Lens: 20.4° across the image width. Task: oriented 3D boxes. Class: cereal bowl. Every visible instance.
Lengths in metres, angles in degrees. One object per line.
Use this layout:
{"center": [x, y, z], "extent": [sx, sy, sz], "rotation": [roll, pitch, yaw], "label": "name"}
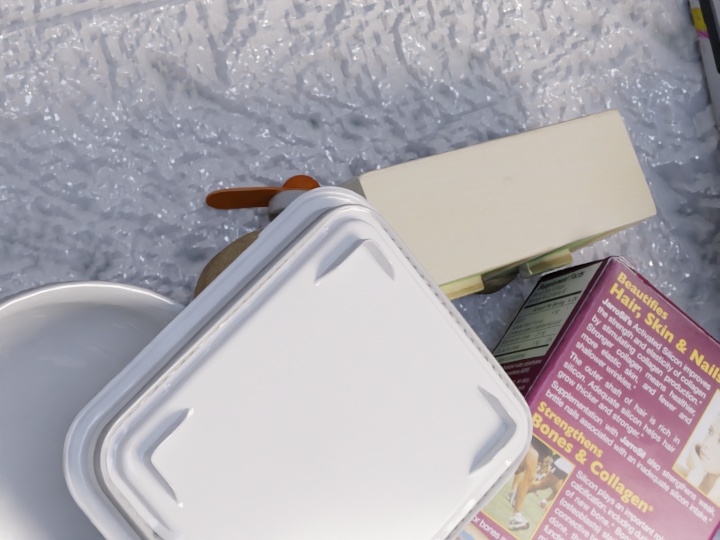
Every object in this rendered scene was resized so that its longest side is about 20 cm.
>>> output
{"center": [-0.133, 0.106, 0.908], "extent": [0.199, 0.083, 0.202], "rotation": [1, 87, -29], "label": "cereal bowl"}

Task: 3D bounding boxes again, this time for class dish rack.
{"center": [-0.016, 0.077, 0.901], "extent": [0.200, 0.043, 0.172], "rotation": [-45, 106, -23], "label": "dish rack"}

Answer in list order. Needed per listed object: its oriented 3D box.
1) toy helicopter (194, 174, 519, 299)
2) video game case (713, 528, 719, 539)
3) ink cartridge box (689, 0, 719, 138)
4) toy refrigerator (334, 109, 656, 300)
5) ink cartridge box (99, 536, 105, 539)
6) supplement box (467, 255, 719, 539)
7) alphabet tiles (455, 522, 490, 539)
{"center": [0.000, 0.000, 1.083], "extent": [0.199, 0.079, 0.133], "rotation": [-17, 77, -29], "label": "toy helicopter"}
{"center": [0.162, 0.201, 1.116], "extent": [0.198, 0.019, 0.144], "rotation": [0, 81, -18], "label": "video game case"}
{"center": [0.276, -0.147, 1.172], "extent": [0.146, 0.086, 0.202], "rotation": [-10, 84, -18], "label": "ink cartridge box"}
{"center": [0.059, -0.024, 1.045], "extent": [0.199, 0.076, 0.070], "rotation": [-17, 84, -42], "label": "toy refrigerator"}
{"center": [-0.152, 0.189, 0.987], "extent": [0.145, 0.083, 0.201], "rotation": [33, 73, -10], "label": "ink cartridge box"}
{"center": [0.110, 0.113, 1.047], "extent": [0.131, 0.103, 0.201], "rotation": [38, 73, -12], "label": "supplement box"}
{"center": [0.021, 0.197, 0.935], "extent": [0.200, 0.008, 0.168], "rotation": [43, 68, -18], "label": "alphabet tiles"}
